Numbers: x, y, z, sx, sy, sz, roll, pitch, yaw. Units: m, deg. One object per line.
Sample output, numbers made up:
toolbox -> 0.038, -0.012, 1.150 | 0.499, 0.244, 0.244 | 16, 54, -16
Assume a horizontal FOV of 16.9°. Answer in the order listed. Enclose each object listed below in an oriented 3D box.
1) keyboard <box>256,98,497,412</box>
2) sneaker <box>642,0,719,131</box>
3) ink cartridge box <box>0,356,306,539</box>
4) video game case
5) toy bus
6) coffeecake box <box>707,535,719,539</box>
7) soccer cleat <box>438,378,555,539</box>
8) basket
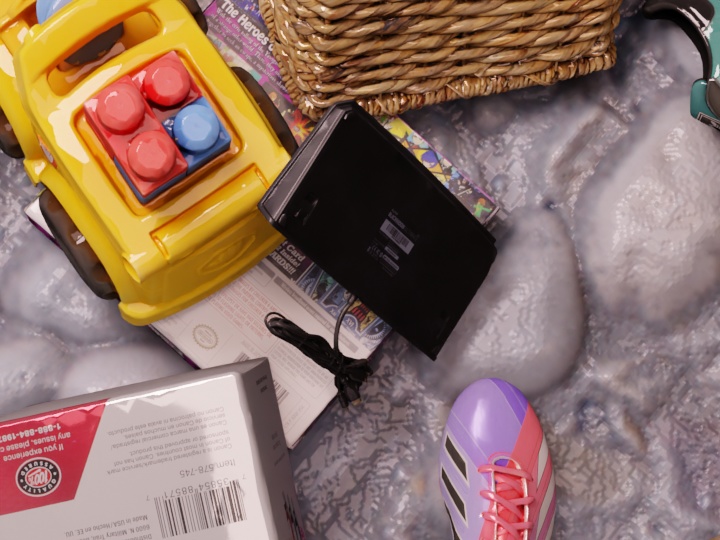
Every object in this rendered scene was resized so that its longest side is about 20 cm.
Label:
keyboard -> 0.000, 0.000, 1.267 | 0.021, 0.200, 0.128 | 28, 83, 35
sneaker -> 0.230, -0.087, 1.365 | 0.080, 0.071, 0.201 | -29, 81, -2
ink cartridge box -> -0.101, 0.159, 1.255 | 0.144, 0.145, 0.201 | -12, 90, 3
video game case -> -0.054, -0.032, 1.351 | 0.200, 0.036, 0.181 | 41, 82, 1
toy bus -> -0.121, -0.087, 1.239 | 0.135, 0.192, 0.201 | -34, 86, -6
coffeecake box -> 0.305, 0.208, 1.329 | 0.153, 0.073, 0.201 | -24, 86, -7
soccer cleat -> 0.074, 0.158, 1.317 | 0.066, 0.076, 0.202 | 4, 83, -3
basket -> 0.037, -0.190, 1.348 | 0.199, 0.150, 0.143 | -13, 43, -15
